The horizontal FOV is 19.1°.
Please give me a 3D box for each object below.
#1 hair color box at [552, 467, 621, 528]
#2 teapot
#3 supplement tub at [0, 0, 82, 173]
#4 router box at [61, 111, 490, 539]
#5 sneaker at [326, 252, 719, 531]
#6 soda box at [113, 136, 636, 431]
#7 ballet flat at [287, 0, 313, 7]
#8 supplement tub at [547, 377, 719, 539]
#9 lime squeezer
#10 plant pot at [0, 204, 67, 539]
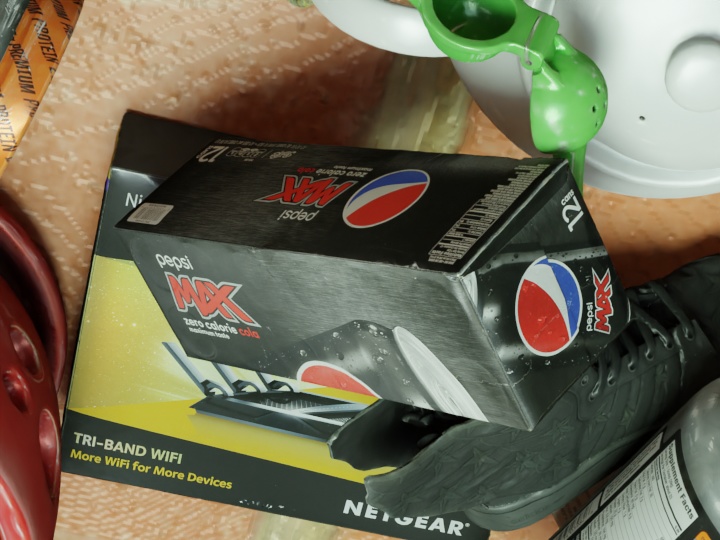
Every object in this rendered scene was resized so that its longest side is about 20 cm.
[{"bbox_3d":[0.181,0.071,0.943,0.199,0.061,0.099,-20,119,14],"label":"hair color box"},{"bbox_3d":[0.113,-0.102,0.792,0.199,0.146,0.198,-32,115,20],"label":"teapot"},{"bbox_3d":[-0.213,-0.108,0.803,0.199,0.123,0.123,28,118,-14],"label":"supplement tub"},{"bbox_3d":[-0.022,0.030,0.929,0.198,0.052,0.158,11,120,-5],"label":"router box"},{"bbox_3d":[0.084,0.040,0.864,0.199,0.060,0.104,-36,143,-6],"label":"sneaker"},{"bbox_3d":[0.000,0.000,0.777,0.199,0.063,0.071,8,133,50],"label":"soda box"},{"bbox_3d":[-0.082,-0.165,0.800,0.199,0.071,0.071,31,117,-19],"label":"ballet flat"},{"bbox_3d":[0.145,0.124,0.859,0.122,0.123,0.200,30,126,-15],"label":"supplement tub"},{"bbox_3d":[0.040,-0.072,0.723,0.200,0.038,0.070,45,156,-24],"label":"lime squeezer"},{"bbox_3d":[-0.217,0.065,0.880,0.199,0.183,0.202,1,121,1],"label":"plant pot"}]
